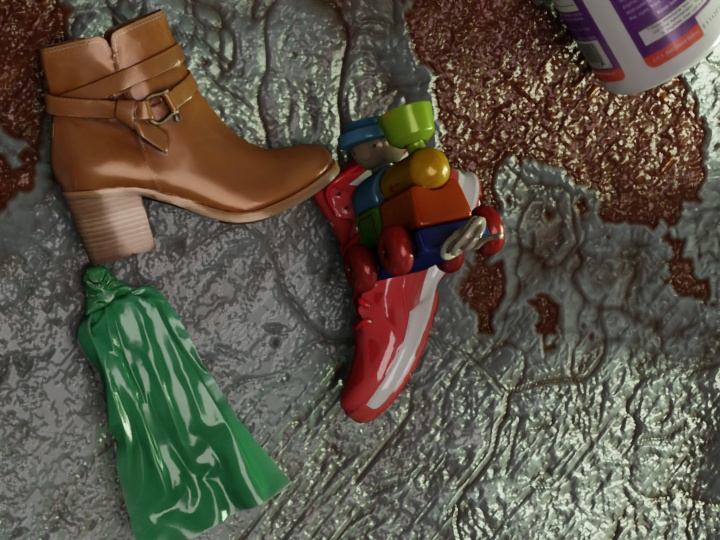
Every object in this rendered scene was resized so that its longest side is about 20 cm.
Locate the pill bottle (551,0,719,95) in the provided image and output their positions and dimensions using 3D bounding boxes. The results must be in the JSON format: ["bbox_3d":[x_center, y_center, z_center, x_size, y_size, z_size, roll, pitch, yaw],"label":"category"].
[{"bbox_3d":[0.178,-0.239,1.457,0.111,0.111,0.201,-38,110,-13],"label":"pill bottle"}]

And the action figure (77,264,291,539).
[{"bbox_3d":[-0.143,0.086,1.403,0.117,0.055,0.201,-27,100,-15],"label":"action figure"}]

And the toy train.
[{"bbox_3d":[0.044,-0.060,1.327,0.084,0.200,0.117,-13,85,-21],"label":"toy train"}]

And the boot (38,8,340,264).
[{"bbox_3d":[-0.117,-0.103,1.378,0.198,0.074,0.156,-17,100,-22],"label":"boot"}]

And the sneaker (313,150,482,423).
[{"bbox_3d":[0.000,0.000,1.449,0.115,0.078,0.201,26,75,-15],"label":"sneaker"}]
